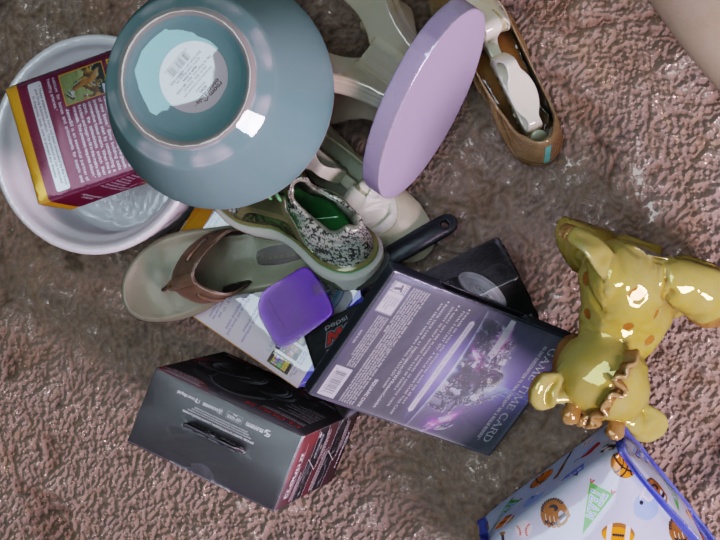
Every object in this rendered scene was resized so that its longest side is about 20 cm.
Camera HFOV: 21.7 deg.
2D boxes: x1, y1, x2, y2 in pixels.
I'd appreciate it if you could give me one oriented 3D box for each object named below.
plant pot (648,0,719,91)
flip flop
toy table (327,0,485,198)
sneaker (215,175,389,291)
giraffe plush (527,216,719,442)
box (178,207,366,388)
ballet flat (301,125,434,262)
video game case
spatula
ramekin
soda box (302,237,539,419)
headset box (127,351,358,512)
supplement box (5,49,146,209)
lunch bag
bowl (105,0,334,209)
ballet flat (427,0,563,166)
[{"bbox_3d":[0.364,-0.192,1.578,0.187,0.187,0.200,-27,98,13],"label":"plant pot"},{"bbox_3d":[-0.127,-0.002,1.714,0.199,0.058,0.081,-10,90,13],"label":"flip flop"},{"bbox_3d":[0.018,-0.174,1.645,0.117,0.184,0.200,37,120,18],"label":"toy table"},{"bbox_3d":[-0.060,-0.066,1.665,0.200,0.089,0.077,30,62,21],"label":"sneaker"},{"bbox_3d":[0.220,0.056,1.593,0.172,0.200,0.163,19,96,12],"label":"giraffe plush"},{"bbox_3d":[-0.085,0.018,1.754,0.200,0.041,0.119,34,99,9],"label":"box"},{"bbox_3d":[-0.017,-0.080,1.721,0.200,0.069,0.070,42,100,10],"label":"ballet flat"},{"bbox_3d":[0.071,0.081,1.643,0.200,0.019,0.143,21,117,-29],"label":"video game case"},{"bbox_3d":[0.000,0.000,1.691,0.200,0.021,0.057,-29,74,-10],"label":"spatula"},{"bbox_3d":[-0.233,-0.116,1.759,0.200,0.098,0.201,0,90,14],"label":"ramekin"},{"bbox_3d":[0.053,0.051,1.674,0.200,0.071,0.063,-26,127,3],"label":"soda box"},{"bbox_3d":[-0.104,0.141,1.676,0.148,0.200,0.077,23,97,14],"label":"headset box"},{"bbox_3d":[-0.195,-0.137,1.653,0.199,0.086,0.111,-18,86,11],"label":"supplement box"},{"bbox_3d":[0.224,0.262,1.638,0.170,0.124,0.200,-37,96,12],"label":"lunch bag"},{"bbox_3d":[-0.130,-0.152,1.544,0.200,0.105,0.202,0,89,12],"label":"bowl"},{"bbox_3d":[0.124,-0.187,1.677,0.068,0.072,0.200,-24,84,-6],"label":"ballet flat"}]
